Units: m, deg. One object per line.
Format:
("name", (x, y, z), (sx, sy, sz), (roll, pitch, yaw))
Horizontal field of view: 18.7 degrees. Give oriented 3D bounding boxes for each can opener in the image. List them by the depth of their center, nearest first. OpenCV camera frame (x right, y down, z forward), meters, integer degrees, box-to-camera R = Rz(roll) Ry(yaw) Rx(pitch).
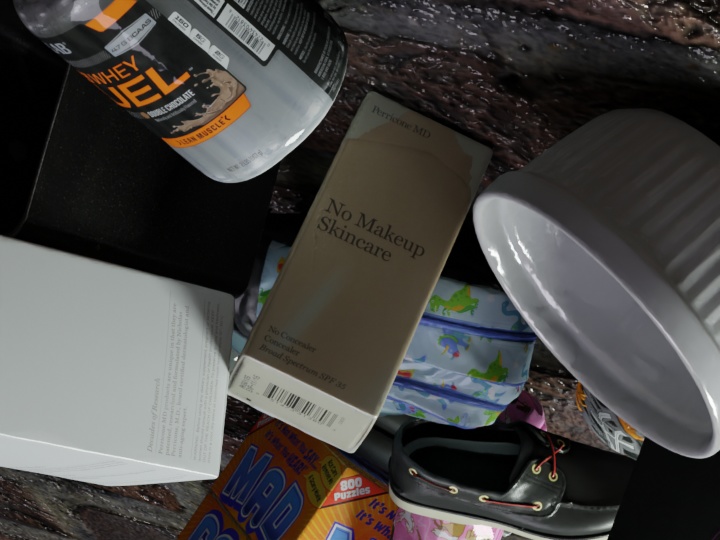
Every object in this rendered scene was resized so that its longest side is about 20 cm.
("can opener", (0.049, 0.161, 1.818), (0.200, 0.053, 0.067), (29, 154, -8))

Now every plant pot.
("plant pot", (-0.161, -0.068, 1.404), (0.177, 0.200, 0.200), (24, 158, -29))

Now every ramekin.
("ramekin", (0.169, 0.000, 1.256), (0.200, 0.105, 0.200), (45, 167, 14))

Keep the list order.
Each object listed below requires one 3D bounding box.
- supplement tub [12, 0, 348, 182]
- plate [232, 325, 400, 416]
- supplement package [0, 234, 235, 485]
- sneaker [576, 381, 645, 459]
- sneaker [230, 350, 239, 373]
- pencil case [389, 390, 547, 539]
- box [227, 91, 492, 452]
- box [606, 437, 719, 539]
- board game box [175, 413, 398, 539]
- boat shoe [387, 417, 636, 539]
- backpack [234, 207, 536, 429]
("supplement tub", (-0.112, -0.152, 1.253), (0.200, 0.123, 0.122), (40, 151, -30))
("plate", (-0.036, 0.067, 1.619), (0.200, 0.026, 0.200), (26, -173, -4))
("supplement package", (-0.190, 0.055, 1.297), (0.200, 0.118, 0.117), (16, 164, -41))
("sneaker", (0.183, 0.084, 1.519), (0.077, 0.078, 0.200), (14, 155, 31))
("sneaker", (-0.130, 0.053, 1.708), (0.200, 0.085, 0.074), (39, 174, -19))
("pencil case", (0.076, 0.182, 1.677), (0.083, 0.200, 0.087), (9, -155, -20))
("box", (0.000, 0.000, 1.361), (0.095, 0.200, 0.078), (24, 156, -2))
("box", (0.266, 0.134, 1.390), (0.124, 0.200, 0.148), (36, 153, -24))
("board game box", (-0.024, 0.264, 1.835), (0.200, 0.200, 0.200), (35, 179, -23))
("boat shoe", (0.120, 0.148, 1.572), (0.201, 0.074, 0.063), (7, 139, 4))
("backpack", (0.023, 0.031, 1.485), (0.199, 0.154, 0.163), (-1, 175, 17))
